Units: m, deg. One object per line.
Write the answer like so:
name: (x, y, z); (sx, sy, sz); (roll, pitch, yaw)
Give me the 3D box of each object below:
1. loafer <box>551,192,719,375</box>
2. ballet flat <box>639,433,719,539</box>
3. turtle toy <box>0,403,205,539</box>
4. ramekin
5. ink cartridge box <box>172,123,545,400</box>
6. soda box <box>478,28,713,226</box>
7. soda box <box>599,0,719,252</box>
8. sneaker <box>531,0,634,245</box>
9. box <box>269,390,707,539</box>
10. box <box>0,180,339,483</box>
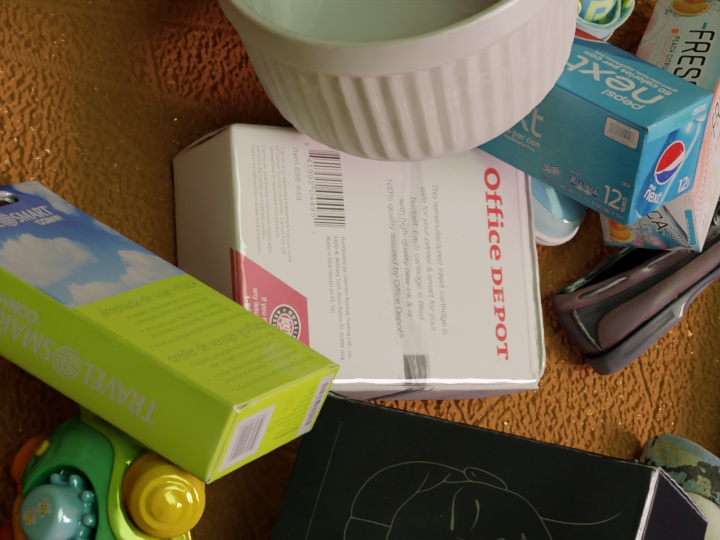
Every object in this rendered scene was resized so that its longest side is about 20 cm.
loafer: (0.206, -0.021, 1.178); (0.200, 0.072, 0.063); (-43, 98, -7)
ballet flat: (0.235, 0.182, 1.142); (0.074, 0.075, 0.200); (-31, 63, -32)
turtle toy: (-0.125, 0.157, 0.930); (0.100, 0.146, 0.202); (-11, 104, -11)
ramekin: (0.024, -0.150, 0.992); (0.201, 0.199, 0.105); (-51, 148, -28)
ink cartridge box: (0.000, 0.000, 1.060); (0.198, 0.085, 0.147); (2, 80, -30)
soda box: (0.097, -0.104, 1.061); (0.068, 0.199, 0.065); (-27, 137, -40)
soda box: (0.204, -0.102, 1.179); (0.201, 0.063, 0.069); (-63, 148, -41)
sneaker: (0.120, -0.119, 1.131); (0.079, 0.130, 0.202); (-16, 91, -34)
box: (0.053, 0.188, 0.963); (0.124, 0.195, 0.202); (42, 62, -60)
box: (-0.122, 0.025, 0.920); (0.048, 0.199, 0.122); (-66, 162, 17)
